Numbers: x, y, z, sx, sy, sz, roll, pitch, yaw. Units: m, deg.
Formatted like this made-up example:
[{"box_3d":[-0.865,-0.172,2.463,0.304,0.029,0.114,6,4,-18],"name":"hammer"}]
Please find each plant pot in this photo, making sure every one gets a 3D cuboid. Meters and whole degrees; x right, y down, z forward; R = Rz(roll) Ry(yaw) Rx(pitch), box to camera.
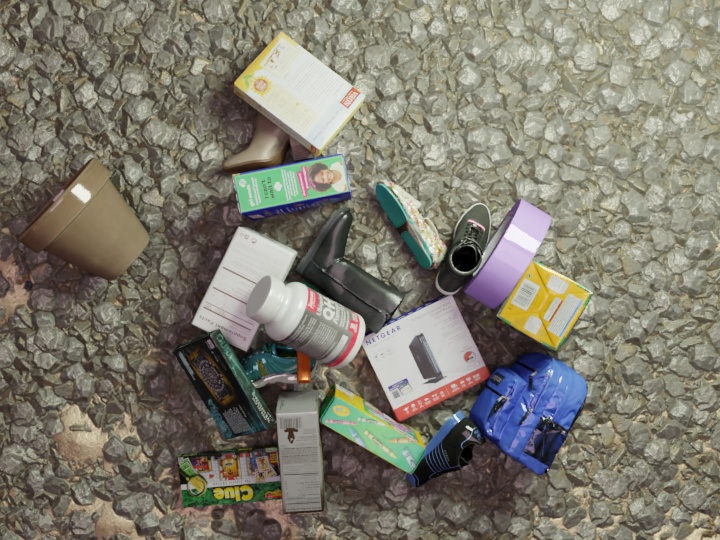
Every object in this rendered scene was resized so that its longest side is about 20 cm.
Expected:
[{"box_3d":[-0.489,-0.075,1.444,0.200,0.200,0.175,-45,111,1],"name":"plant pot"}]

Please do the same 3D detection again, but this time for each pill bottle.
[{"box_3d":[-0.099,0.088,1.404,0.200,0.111,0.111,30,92,-27],"name":"pill bottle"}]

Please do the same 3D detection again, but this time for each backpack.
[{"box_3d":[0.318,0.250,1.480,0.168,0.163,0.200,35,88,-18],"name":"backpack"}]

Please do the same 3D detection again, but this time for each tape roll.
[{"box_3d":[0.267,-0.030,1.449,0.066,0.200,0.200,31,92,1],"name":"tape roll"}]

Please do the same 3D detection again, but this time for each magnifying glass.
[{"box_3d":[-0.108,0.115,1.489,0.080,0.022,0.200,4,61,-13],"name":"magnifying glass"}]

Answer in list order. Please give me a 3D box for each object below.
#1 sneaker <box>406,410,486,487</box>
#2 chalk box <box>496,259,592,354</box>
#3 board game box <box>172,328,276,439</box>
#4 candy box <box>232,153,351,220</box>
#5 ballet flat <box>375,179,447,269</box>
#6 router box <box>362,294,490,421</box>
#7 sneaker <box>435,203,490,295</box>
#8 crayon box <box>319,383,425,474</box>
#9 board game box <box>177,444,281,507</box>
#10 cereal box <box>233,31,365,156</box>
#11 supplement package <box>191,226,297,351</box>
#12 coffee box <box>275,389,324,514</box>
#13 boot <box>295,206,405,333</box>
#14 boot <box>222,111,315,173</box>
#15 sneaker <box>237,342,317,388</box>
[{"box_3d":[0.160,0.358,1.498,0.078,0.070,0.200,45,124,23],"name":"sneaker"},{"box_3d":[0.341,0.072,1.460,0.124,0.200,0.125,31,91,17],"name":"chalk box"},{"box_3d":[-0.251,0.210,1.444,0.135,0.028,0.200,-22,100,43],"name":"board game box"},{"box_3d":[-0.120,-0.150,1.447,0.200,0.169,0.077,-13,90,-1],"name":"candy box"},{"box_3d":[0.100,-0.095,1.517,0.064,0.076,0.200,-36,99,-30],"name":"ballet flat"},{"box_3d":[0.122,0.167,1.534,0.200,0.049,0.180,-26,94,0],"name":"router box"},{"box_3d":[0.208,-0.052,1.474,0.071,0.099,0.200,28,68,-3],"name":"sneaker"},{"box_3d":[0.021,0.298,1.504,0.200,0.119,0.058,31,92,-3],"name":"crayon box"},{"box_3d":[-0.252,0.401,1.541,0.200,0.023,0.105,-7,95,4],"name":"board game box"},{"box_3d":[-0.111,-0.323,1.451,0.200,0.040,0.144,38,72,0],"name":"cereal box"},{"box_3d":[-0.214,0.031,1.481,0.117,0.117,0.200,26,93,-3],"name":"supplement package"},{"box_3d":[-0.112,0.340,1.492,0.080,0.114,0.200,-3,103,-1],"name":"coffee box"},{"box_3d":[0.000,0.001,1.489,0.200,0.066,0.165,37,104,14],"name":"boot"},{"box_3d":[-0.172,-0.270,1.495,0.200,0.070,0.146,-9,87,-2],"name":"boot"},{"box_3d":[-0.182,0.170,1.503,0.200,0.078,0.080,-7,125,-10],"name":"sneaker"}]
